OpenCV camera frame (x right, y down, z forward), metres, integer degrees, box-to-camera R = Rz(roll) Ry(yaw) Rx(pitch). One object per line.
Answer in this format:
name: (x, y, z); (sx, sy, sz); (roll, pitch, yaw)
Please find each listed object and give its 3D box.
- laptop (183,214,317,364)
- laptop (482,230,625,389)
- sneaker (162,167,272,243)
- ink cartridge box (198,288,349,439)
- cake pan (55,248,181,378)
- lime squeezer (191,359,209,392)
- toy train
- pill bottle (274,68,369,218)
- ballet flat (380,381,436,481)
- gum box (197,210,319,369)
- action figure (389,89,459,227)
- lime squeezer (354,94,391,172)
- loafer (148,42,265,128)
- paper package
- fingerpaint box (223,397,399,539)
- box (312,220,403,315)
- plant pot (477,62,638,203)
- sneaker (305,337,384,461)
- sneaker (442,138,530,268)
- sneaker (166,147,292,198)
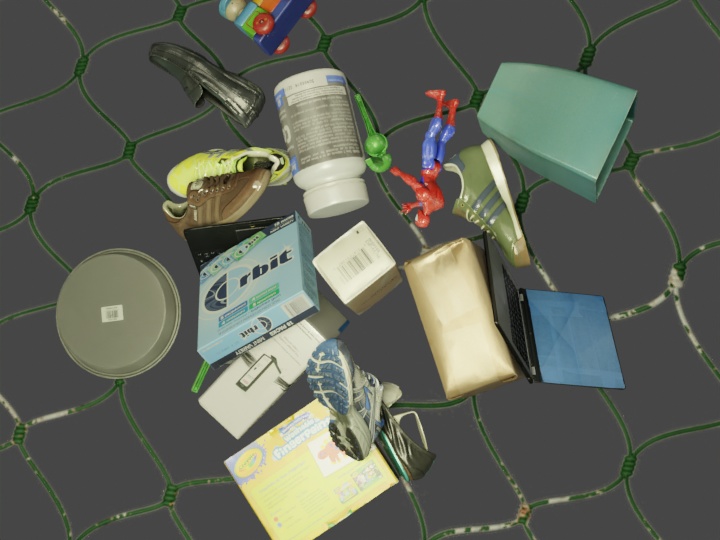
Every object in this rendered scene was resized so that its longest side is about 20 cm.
laptop: (-0.156, 0.031, 1.656); (0.176, 0.201, 0.104); (-7, 46, 5)
laptop: (0.264, 0.053, 1.543); (0.115, 0.200, 0.188); (-22, 38, 17)
sneaker: (-0.217, -0.106, 1.647); (0.199, 0.071, 0.075); (-31, 117, 35)
ink cartridge box: (-0.122, 0.128, 1.599); (0.084, 0.146, 0.200); (44, 105, 0)
cake pan: (-0.375, 0.064, 1.710); (0.198, 0.037, 0.202); (-1, 84, 6)
lime squeezer: (-0.199, 0.106, 1.644); (0.037, 0.200, 0.071); (6, 55, -32)
toy train: (-0.122, -0.442, 1.722); (0.115, 0.085, 0.200); (36, 89, 22)
pill bottle: (-0.054, -0.187, 1.665); (0.113, 0.114, 0.202); (-14, 82, 4)
ballet flat: (0.042, 0.212, 1.640); (0.068, 0.068, 0.201); (-34, 92, -8)
gum box: (-0.143, 0.023, 1.539); (0.169, 0.201, 0.045); (-29, 122, 13)
action figure: (0.086, -0.159, 1.657); (0.098, 0.065, 0.202); (-4, 72, 39)
lime squeezer: (0.015, -0.187, 1.662); (0.038, 0.201, 0.071); (-39, 121, 22)
loafer: (-0.243, -0.286, 1.718); (0.200, 0.068, 0.071); (28, 78, 5)
paper package: (0.153, 0.070, 1.575); (0.103, 0.191, 0.201); (-21, 81, 13)
fingerpaint box: (-0.069, 0.291, 1.634); (0.199, 0.073, 0.167); (-35, 82, -1)
box: (0.000, 0.000, 1.594); (0.095, 0.200, 0.078); (-39, 81, 1)
plant pot: (0.280, -0.215, 1.623); (0.199, 0.141, 0.142); (26, 87, 14)
sneaker: (-0.013, 0.163, 1.541); (0.077, 0.201, 0.085); (18, 46, 36)
sneaker: (0.182, -0.089, 1.655); (0.089, 0.067, 0.202); (-17, 77, 5)
sneaker: (-0.200, -0.157, 1.696); (0.198, 0.076, 0.076); (-11, 84, 6)
